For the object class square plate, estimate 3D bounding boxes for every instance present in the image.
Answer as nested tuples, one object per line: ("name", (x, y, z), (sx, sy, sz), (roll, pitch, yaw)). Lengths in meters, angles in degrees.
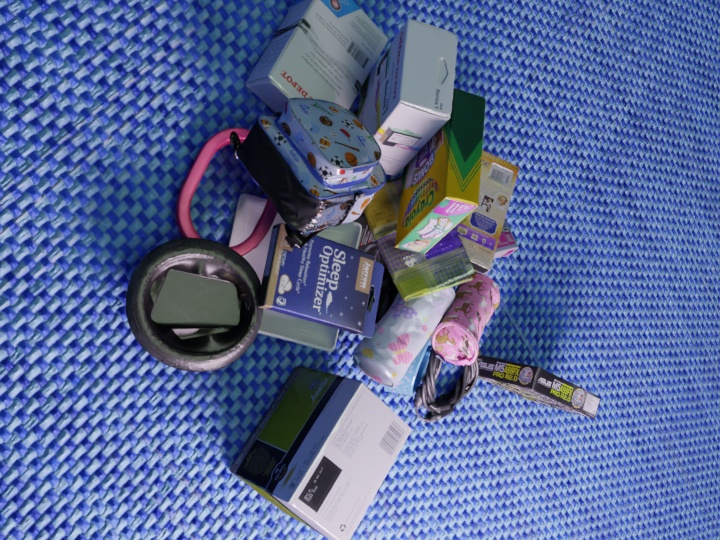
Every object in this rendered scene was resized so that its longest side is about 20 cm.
("square plate", (-0.112, 0.004, 1.261), (0.194, 0.028, 0.204), (14, 82, -4))

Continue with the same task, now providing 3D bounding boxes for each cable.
("cable", (0.159, 0.177, 1.475), (0.199, 0.050, 0.167), (-13, 112, -53))

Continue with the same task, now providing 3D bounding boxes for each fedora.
("fedora", (-0.241, 0.047, 1.173), (0.197, 0.091, 0.205), (0, 91, -27))

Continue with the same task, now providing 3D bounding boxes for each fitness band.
("fitness band", (-0.189, -0.112, 1.216), (0.142, 0.037, 0.203), (28, 75, -17))

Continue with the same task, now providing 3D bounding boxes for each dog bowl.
("dog bowl", (0.101, 0.123, 1.420), (0.112, 0.049, 0.203), (72, 41, -68))

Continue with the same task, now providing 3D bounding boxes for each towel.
("towel", (0.089, -0.061, 1.319), (0.141, 0.023, 0.203), (-16, 75, -20))

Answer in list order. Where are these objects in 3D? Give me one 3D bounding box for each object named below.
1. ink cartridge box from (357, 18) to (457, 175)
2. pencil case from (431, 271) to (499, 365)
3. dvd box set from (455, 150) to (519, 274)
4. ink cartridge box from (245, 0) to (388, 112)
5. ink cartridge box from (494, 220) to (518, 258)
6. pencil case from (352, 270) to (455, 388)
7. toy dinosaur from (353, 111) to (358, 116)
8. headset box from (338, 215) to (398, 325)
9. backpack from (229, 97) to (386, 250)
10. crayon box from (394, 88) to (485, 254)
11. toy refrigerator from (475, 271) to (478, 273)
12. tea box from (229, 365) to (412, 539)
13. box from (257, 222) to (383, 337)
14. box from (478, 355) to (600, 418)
("ink cartridge box", (0.063, -0.257, 1.246), (0.083, 0.200, 0.148), (13, 68, -17))
("pencil case", (0.183, 0.080, 1.406), (0.200, 0.082, 0.088), (-54, 166, -55))
("dvd box set", (0.177, -0.114, 1.389), (0.144, 0.029, 0.203), (22, 69, -8))
("ink cartridge box", (-0.067, -0.326, 1.286), (0.146, 0.084, 0.202), (39, 71, -32))
("ink cartridge box", (0.199, -0.116, 1.460), (0.118, 0.042, 0.203), (-12, 72, -49))
("pencil case", (0.070, 0.087, 1.323), (0.090, 0.083, 0.201), (39, 69, -12))
("toy dinosaur", (0.016, -0.226, 1.374), (0.196, 0.077, 0.104), (-4, 76, -24))
("headset box", (0.000, 0.000, 1.361), (0.198, 0.077, 0.151), (25, 78, -34))
("backpack", (-0.057, -0.153, 1.180), (0.189, 0.154, 0.202), (-10, 63, -56))
("crayon box", (0.116, -0.142, 1.232), (0.057, 0.200, 0.176), (14, 68, -13))
("toy refrigerator", (0.126, -0.058, 1.452), (0.198, 0.075, 0.071), (27, 78, -35))
("tea box", (-0.063, 0.274, 1.257), (0.134, 0.195, 0.201), (45, 69, -28))
("box", (-0.048, 0.018, 1.215), (0.197, 0.032, 0.124), (18, 74, -29))
("box", (0.336, 0.221, 1.573), (0.198, 0.159, 0.045), (26, 79, -34))
